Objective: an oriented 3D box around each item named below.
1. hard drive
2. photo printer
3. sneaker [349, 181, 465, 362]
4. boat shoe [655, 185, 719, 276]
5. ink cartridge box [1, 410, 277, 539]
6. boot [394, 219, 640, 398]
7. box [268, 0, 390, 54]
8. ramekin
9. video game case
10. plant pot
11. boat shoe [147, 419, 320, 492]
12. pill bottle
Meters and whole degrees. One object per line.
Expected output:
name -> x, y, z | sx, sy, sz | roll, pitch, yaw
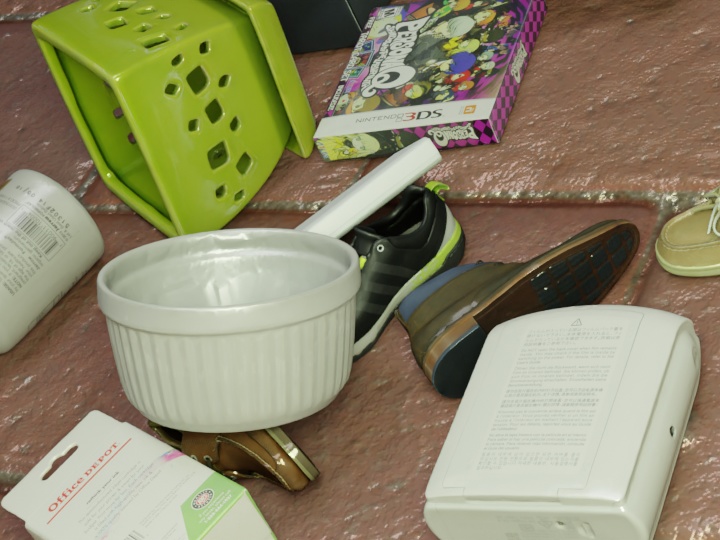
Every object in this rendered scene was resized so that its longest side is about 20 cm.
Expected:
hard drive -> -0.028, -0.039, 1.582 | 0.200, 0.027, 0.132 | -38, 4, -11
photo printer -> 0.148, 0.106, 1.312 | 0.166, 0.070, 0.200 | -4, 43, 30
sneaker -> 0.000, 0.000, 1.521 | 0.200, 0.083, 0.072 | -43, 39, -19
boat shoe -> 0.315, -0.054, 1.398 | 0.200, 0.063, 0.073 | -16, 38, 16
ink cartridge box -> -0.173, 0.193, 1.417 | 0.117, 0.067, 0.200 | -46, 41, -21
boot -> 0.117, 0.007, 1.446 | 0.200, 0.075, 0.097 | -35, 40, -5
box -> -0.065, -0.326, 1.915 | 0.198, 0.123, 0.200 | -4, 45, 31
ramekin -> -0.096, 0.045, 1.406 | 0.199, 0.105, 0.200 | -4, 18, 1
video game case -> 0.067, -0.186, 1.738 | 0.181, 0.036, 0.200 | -4, 43, 28
plant pot -> -0.164, -0.169, 1.741 | 0.181, 0.200, 0.199 | -33, 36, -18
boat shoe -> -0.101, 0.138, 1.444 | 0.068, 0.072, 0.200 | -43, 29, -13
pill bottle -> -0.341, 0.012, 1.702 | 0.114, 0.115, 0.200 | 16, 55, 43
